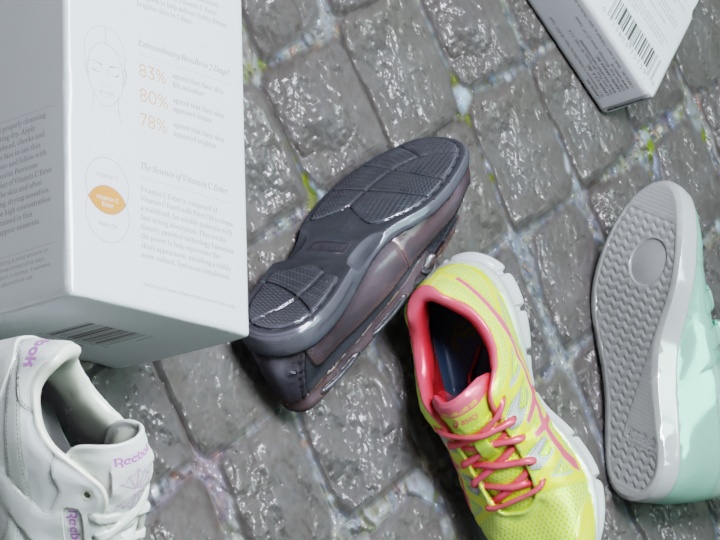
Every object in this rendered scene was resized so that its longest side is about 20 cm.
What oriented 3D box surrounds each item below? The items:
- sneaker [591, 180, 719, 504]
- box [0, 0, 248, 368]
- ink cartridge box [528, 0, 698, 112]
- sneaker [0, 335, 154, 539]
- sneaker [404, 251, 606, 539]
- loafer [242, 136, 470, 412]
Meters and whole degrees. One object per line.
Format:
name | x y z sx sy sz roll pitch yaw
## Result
sneaker | 0.210 0.048 1.806 0.118 0.074 0.201 8 81 -42
box | -0.132 -0.065 1.413 0.124 0.097 0.201 16 67 -47
ink cartridge box | 0.151 -0.234 1.855 0.200 0.043 0.174 54 43 -24
sneaker | -0.134 0.124 1.348 0.075 0.099 0.201 -37 108 -51
sneaker | 0.071 0.089 1.616 0.201 0.078 0.090 67 22 7
loafer | 0.000 0.000 1.589 0.200 0.072 0.063 -48 134 -40
